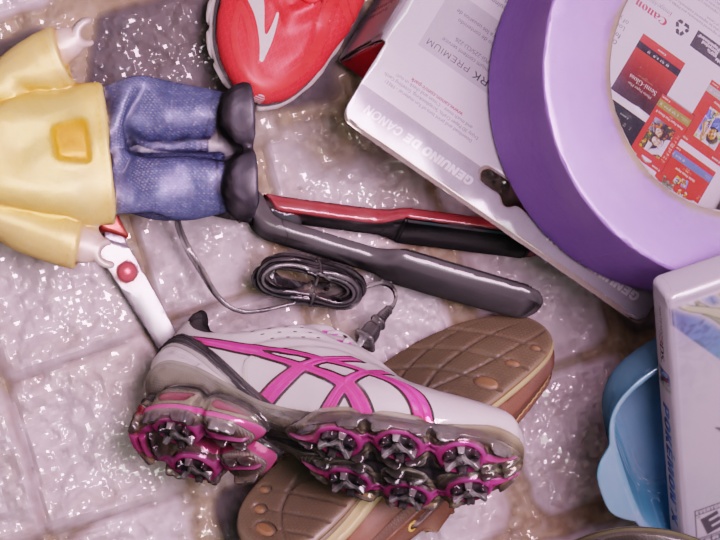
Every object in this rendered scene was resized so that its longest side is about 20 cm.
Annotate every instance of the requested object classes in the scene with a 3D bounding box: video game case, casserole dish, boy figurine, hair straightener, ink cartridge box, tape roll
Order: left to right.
[{"bbox_3d":[-0.151,-0.064,1.260,0.198,0.064,0.125,1,88,-9],"label":"boy figurine"},{"bbox_3d":[0.000,0.000,1.316,0.198,0.041,0.078,11,67,-13],"label":"hair straightener"},{"bbox_3d":[0.099,-0.094,1.328,0.199,0.084,0.176,34,78,-12],"label":"ink cartridge box"},{"bbox_3d":[0.169,-0.091,1.261,0.198,0.085,0.202,1,87,-17],"label":"tape roll"},{"bbox_3d":[0.203,0.058,1.287,0.199,0.039,0.122,-27,128,-5],"label":"casserole dish"},{"bbox_3d":[0.241,0.048,1.257,0.199,0.022,0.183,-18,129,-11],"label":"video game case"}]

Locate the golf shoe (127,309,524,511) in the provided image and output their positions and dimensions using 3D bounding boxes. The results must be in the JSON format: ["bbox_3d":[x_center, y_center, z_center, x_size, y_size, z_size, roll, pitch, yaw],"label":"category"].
[{"bbox_3d":[-0.012,0.061,1.262,0.198,0.073,0.093,8,54,14],"label":"golf shoe"}]

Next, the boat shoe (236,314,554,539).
[{"bbox_3d":[0.024,0.099,1.325,0.200,0.072,0.068,-39,132,-20],"label":"boat shoe"}]

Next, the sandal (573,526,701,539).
[{"bbox_3d":[0.104,0.176,1.306,0.200,0.057,0.080,-21,95,30],"label":"sandal"}]

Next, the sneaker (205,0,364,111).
[{"bbox_3d":[-0.011,-0.175,1.303,0.077,0.085,0.201,33,81,-11],"label":"sneaker"}]

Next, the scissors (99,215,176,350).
[{"bbox_3d":[-0.122,-0.014,1.309,0.200,0.014,0.073,45,78,-9],"label":"scissors"}]
